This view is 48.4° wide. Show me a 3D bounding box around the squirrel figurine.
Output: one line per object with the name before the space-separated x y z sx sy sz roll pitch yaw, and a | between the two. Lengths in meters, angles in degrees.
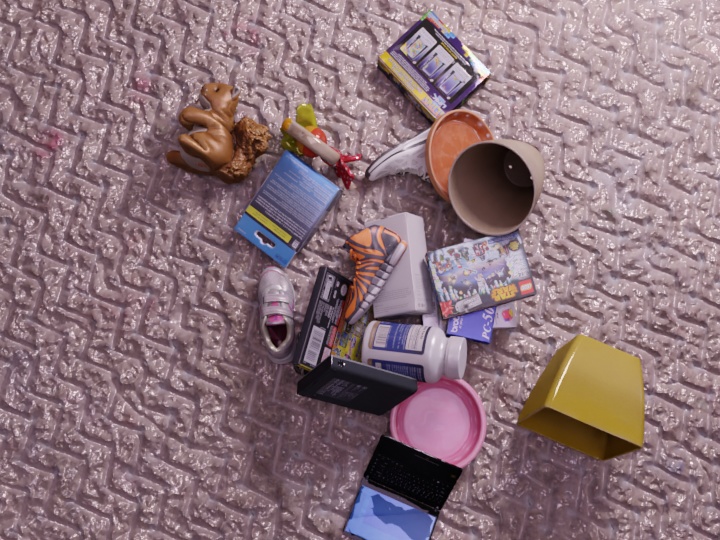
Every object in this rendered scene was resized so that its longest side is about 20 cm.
squirrel figurine | -0.290 -0.296 1.700 0.198 0.141 0.189 25 70 -12

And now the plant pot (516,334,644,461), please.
plant pot | 0.452 0.246 1.595 0.197 0.200 0.179 22 70 2

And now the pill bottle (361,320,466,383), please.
pill bottle | 0.109 0.165 1.603 0.196 0.111 0.113 5 80 19

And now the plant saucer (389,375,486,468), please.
plant saucer | 0.157 0.312 1.639 0.197 0.051 0.204 0 81 -1

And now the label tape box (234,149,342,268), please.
label tape box | -0.151 -0.129 1.690 0.142 0.066 0.201 36 97 4

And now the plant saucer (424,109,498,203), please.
plant saucer | 0.213 -0.238 1.699 0.198 0.032 0.204 1 89 -35

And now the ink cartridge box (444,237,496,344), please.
ink cartridge box | 0.238 0.042 1.648 0.092 0.044 0.204 12 80 2

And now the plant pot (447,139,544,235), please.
plant pot | 0.305 -0.192 1.647 0.185 0.199 0.191 13 116 29

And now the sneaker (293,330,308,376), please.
sneaker | -0.089 0.127 1.651 0.085 0.080 0.203 7 66 27

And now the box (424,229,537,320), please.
box | 0.241 0.008 1.611 0.197 0.040 0.139 -15 81 -2

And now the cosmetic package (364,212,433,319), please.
cosmetic package | 0.079 -0.007 1.652 0.106 0.084 0.204 -10 79 31

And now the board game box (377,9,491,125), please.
board game box | 0.161 -0.441 1.761 0.165 0.057 0.200 -42 85 -6

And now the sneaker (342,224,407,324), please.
sneaker | 0.000 0.000 1.591 0.111 0.078 0.202 32 91 6

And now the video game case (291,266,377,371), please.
video game case | -0.043 0.120 1.609 0.180 0.025 0.203 31 68 -41

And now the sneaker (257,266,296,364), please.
sneaker | -0.169 0.088 1.646 0.080 0.088 0.204 -10 81 -3

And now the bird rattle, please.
bird rattle | -0.093 -0.255 1.677 0.113 0.163 0.200 -47 75 10

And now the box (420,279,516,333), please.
box | 0.221 0.052 1.689 0.196 0.041 0.159 -5 81 -2

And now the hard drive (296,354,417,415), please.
hard drive | -0.006 0.228 1.563 0.197 0.139 0.033 19 51 -26

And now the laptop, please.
laptop | 0.082 0.456 1.582 0.175 0.104 0.202 23 123 2

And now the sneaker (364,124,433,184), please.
sneaker | 0.114 -0.219 1.712 0.198 0.076 0.117 -29 88 -1
